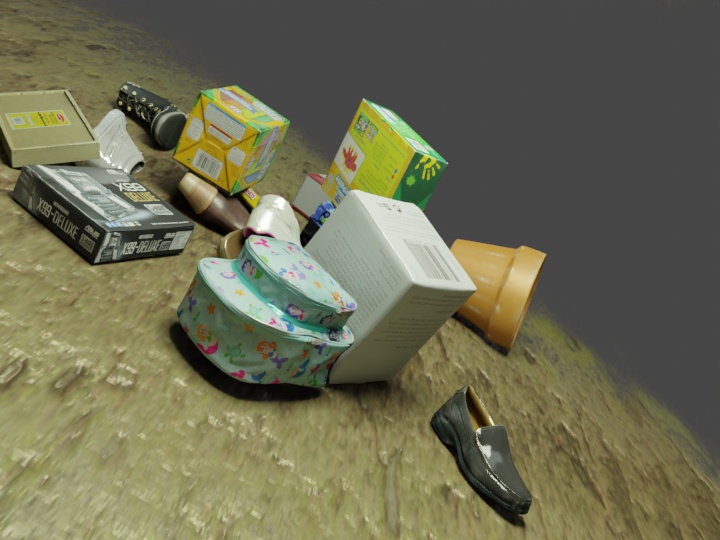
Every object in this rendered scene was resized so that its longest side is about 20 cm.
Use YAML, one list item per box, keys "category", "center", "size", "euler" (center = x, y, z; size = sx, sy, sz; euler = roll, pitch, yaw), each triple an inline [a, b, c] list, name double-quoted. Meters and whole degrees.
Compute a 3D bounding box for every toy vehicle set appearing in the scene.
- category: "toy vehicle set"
  center: [-0.472, -0.215, 1.230]
  size: [0.122, 0.027, 0.200]
  euler: [-10, 37, -29]

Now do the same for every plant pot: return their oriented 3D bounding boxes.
- category: "plant pot"
  center: [0.256, 0.029, 1.678]
  size: [0.180, 0.205, 0.200]
  euler: [22, 13, 14]

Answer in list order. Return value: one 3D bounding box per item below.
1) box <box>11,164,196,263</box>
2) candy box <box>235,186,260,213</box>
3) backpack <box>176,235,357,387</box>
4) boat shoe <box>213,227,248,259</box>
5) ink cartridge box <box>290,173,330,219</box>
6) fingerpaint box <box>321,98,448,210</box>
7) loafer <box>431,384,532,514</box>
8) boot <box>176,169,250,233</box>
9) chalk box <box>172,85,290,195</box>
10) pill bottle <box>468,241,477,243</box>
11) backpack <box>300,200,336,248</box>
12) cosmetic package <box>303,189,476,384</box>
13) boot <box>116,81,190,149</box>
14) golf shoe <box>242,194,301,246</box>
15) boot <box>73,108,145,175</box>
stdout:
- category: "box"
  center: [-0.340, -0.079, 1.120]
  size: [0.156, 0.050, 0.199]
  euler: [36, 17, 16]
- category: "candy box"
  center: [-0.199, -0.124, 1.477]
  size: [0.200, 0.026, 0.103]
  euler: [45, -14, 38]
- category: "backpack"
  center: [-0.113, 0.051, 0.999]
  size: [0.198, 0.153, 0.177]
  euler: [2, 33, -51]
- category: "boat shoe"
  center: [-0.168, -0.023, 1.269]
  size: [0.199, 0.061, 0.075]
  euler: [-2, 80, -67]
- category: "ink cartridge box"
  center: [-0.037, -0.136, 1.794]
  size: [0.145, 0.084, 0.199]
  euler: [36, 17, 17]
- category: "fingerpaint box"
  center: [0.033, -0.149, 1.318]
  size: [0.072, 0.169, 0.201]
  euler: [14, 24, -34]
- category: "loafer"
  center: [0.166, 0.233, 1.095]
  size: [0.072, 0.073, 0.200]
  euler: [18, 21, -40]
- category: "boot"
  center: [-0.236, -0.111, 1.427]
  size: [0.166, 0.072, 0.200]
  euler: [42, 9, -15]
- category: "chalk box"
  center: [-0.208, -0.228, 1.410]
  size: [0.123, 0.125, 0.200]
  euler: [31, 21, 3]
- category: "pill bottle"
  center: [0.253, 0.004, 1.863]
  size: [0.113, 0.116, 0.200]
  euler: [29, 16, -5]
- category: "backpack"
  center: [0.000, 0.000, 1.372]
  size: [0.180, 0.136, 0.200]
  euler: [13, 27, -46]
- category: "cosmetic package"
  center: [0.016, 0.028, 1.138]
  size: [0.163, 0.200, 0.166]
  euler: [8, 42, -53]
- category: "boot"
  center: [-0.416, -0.308, 1.627]
  size: [0.151, 0.075, 0.204]
  euler: [28, 12, -1]
- category: "golf shoe"
  center: [-0.112, -0.009, 1.236]
  size: [0.203, 0.074, 0.092]
  euler: [60, 37, -19]
- category: "boot"
  center: [-0.394, -0.193, 1.347]
  size: [0.095, 0.074, 0.201]
  euler: [33, 23, -14]
